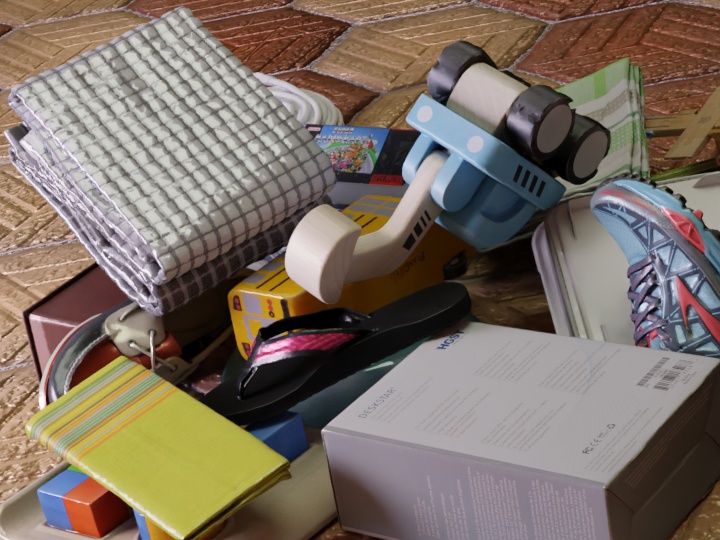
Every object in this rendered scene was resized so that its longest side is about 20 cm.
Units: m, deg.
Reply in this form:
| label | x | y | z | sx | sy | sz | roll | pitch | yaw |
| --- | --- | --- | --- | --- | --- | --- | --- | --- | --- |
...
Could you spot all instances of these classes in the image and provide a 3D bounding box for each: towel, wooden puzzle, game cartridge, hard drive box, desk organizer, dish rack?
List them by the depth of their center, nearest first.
| label | x | y | z | sx | sy | sz | roll | pitch | yaw |
| --- | --- | --- | --- | --- | --- | --- | --- | --- | --- |
| hard drive box | 0.103 | 0.107 | 1.218 | 0.200 | 0.077 | 0.156 | 9 | 31 | 35 |
| towel | -0.131 | 0.113 | 1.254 | 0.086 | 0.018 | 0.200 | -36 | 35 | -23 |
| wooden puzzle | -0.113 | 0.134 | 1.283 | 0.200 | 0.046 | 0.185 | 12 | 32 | 39 |
| dish rack | 0.214 | 0.005 | 1.358 | 0.171 | 0.044 | 0.200 | -10 | 46 | 0 |
| towel | -0.139 | -0.076 | 1.417 | 0.165 | 0.086 | 0.200 | -31 | 62 | -27 |
| desk organizer | -0.158 | 0.024 | 1.508 | 0.077 | 0.072 | 0.200 | 9 | 31 | 32 |
| towel | 0.151 | -0.095 | 1.547 | 0.149 | 0.031 | 0.200 | -18 | 30 | 17 |
| game cartridge | -0.011 | -0.057 | 1.587 | 0.200 | 0.038 | 0.130 | 6 | 66 | 36 |

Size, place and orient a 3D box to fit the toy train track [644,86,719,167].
| label | x | y | z | sx | sy | sz | roll | pitch | yaw |
| --- | --- | --- | --- | --- | --- | --- | --- | --- | --- |
| toy train track | 0.236 | -0.103 | 1.561 | 0.200 | 0.033 | 0.115 | 0 | 32 | 36 |

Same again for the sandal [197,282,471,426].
| label | x | y | z | sx | sy | sz | roll | pitch | yaw |
| --- | --- | --- | --- | --- | --- | --- | --- | --- | --- |
| sandal | -0.025 | 0.045 | 1.304 | 0.200 | 0.045 | 0.075 | -26 | 20 | 0 |

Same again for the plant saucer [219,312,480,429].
| label | x | y | z | sx | sy | sz | roll | pitch | yaw |
| --- | --- | --- | --- | --- | --- | --- | --- | --- | --- |
| plant saucer | -0.007 | 0.052 | 1.428 | 0.199 | 0.036 | 0.200 | -9 | 24 | 4 |

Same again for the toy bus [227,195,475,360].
| label | x | y | z | sx | sy | sz | roll | pitch | yaw |
| --- | --- | --- | --- | --- | --- | --- | --- | --- | --- |
| toy bus | 0.000 | 0.000 | 1.418 | 0.078 | 0.065 | 0.200 | 8 | 31 | 38 |

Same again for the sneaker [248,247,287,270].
| label | x | y | z | sx | sy | sz | roll | pitch | yaw |
| --- | --- | --- | --- | --- | --- | --- | --- | --- | --- |
| sneaker | -0.099 | -0.052 | 1.503 | 0.200 | 0.086 | 0.078 | 27 | 33 | -15 |

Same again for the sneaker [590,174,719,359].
| label | x | y | z | sx | sy | sz | roll | pitch | yaw |
| --- | --- | --- | --- | --- | --- | --- | --- | --- | --- |
| sneaker | 0.204 | 0.027 | 1.257 | 0.095 | 0.079 | 0.200 | -38 | 72 | -7 |

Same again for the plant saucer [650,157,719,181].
| label | x | y | z | sx | sy | sz | roll | pitch | yaw |
| --- | --- | --- | --- | --- | --- | --- | --- | --- | --- |
| plant saucer | 0.259 | -0.031 | 1.486 | 0.200 | 0.048 | 0.200 | -16 | 25 | -11 |

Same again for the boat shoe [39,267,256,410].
| label | x | y | z | sx | sy | sz | roll | pitch | yaw |
| --- | --- | --- | --- | --- | --- | --- | --- | --- | --- |
| boat shoe | -0.145 | 0.052 | 1.397 | 0.062 | 0.071 | 0.200 | -8 | 21 | 41 |

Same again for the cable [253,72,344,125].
| label | x | y | z | sx | sy | sz | roll | pitch | yaw |
| --- | --- | --- | --- | --- | --- | --- | --- | --- | --- |
| cable | -0.111 | -0.103 | 1.763 | 0.200 | 0.069 | 0.200 | -28 | 31 | -32 |

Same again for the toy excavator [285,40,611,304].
| label | x | y | z | sx | sy | sz | roll | pitch | yaw |
| --- | --- | --- | --- | --- | --- | --- | --- | --- | --- |
| toy excavator | 0.056 | -0.052 | 1.356 | 0.100 | 0.200 | 0.194 | 33 | 4 | 33 |
